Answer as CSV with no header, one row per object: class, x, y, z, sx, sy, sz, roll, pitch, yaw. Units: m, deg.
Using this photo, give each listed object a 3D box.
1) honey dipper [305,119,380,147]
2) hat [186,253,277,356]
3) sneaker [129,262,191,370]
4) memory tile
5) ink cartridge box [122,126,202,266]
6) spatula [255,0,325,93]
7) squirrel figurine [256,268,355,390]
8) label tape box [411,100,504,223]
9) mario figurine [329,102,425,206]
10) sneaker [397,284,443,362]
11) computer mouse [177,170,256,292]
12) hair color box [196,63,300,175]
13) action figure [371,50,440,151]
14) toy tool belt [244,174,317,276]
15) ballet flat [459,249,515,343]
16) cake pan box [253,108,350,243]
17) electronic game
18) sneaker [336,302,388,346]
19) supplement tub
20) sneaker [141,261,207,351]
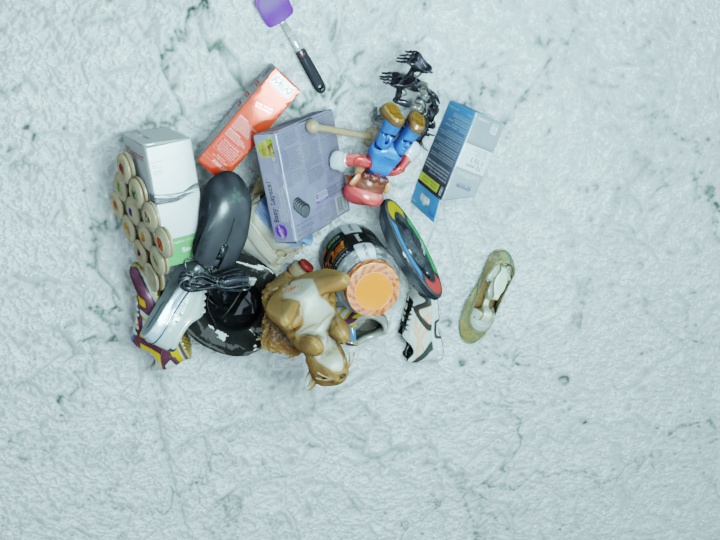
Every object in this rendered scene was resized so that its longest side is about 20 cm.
honey dipper,-0.018,-0.238,1.542,0.198,0.038,0.039,3,111,-47
hat,-0.234,0.053,1.616,0.197,0.081,0.205,-2,101,-9
sneaker,-0.376,0.086,1.584,0.089,0.075,0.203,-23,108,1
memory tile,-0.361,-0.077,1.466,0.017,0.202,0.154,-19,158,-31
ink cartridge box,-0.323,-0.127,1.487,0.083,0.146,0.204,-16,113,-25
spatula,-0.112,-0.389,1.525,0.056,0.021,0.202,-32,114,-4
squirrel figurine,-0.089,0.104,1.530,0.141,0.199,0.189,-38,120,-27
label tape box,0.169,-0.190,1.600,0.065,0.143,0.203,16,104,-18
mario figurine,0.027,-0.201,1.544,0.123,0.106,0.201,36,124,2
sneaker,0.110,0.092,1.720,0.079,0.074,0.203,-12,111,-8
computer mouse,-0.218,-0.059,1.460,0.137,0.052,0.204,2,101,-38
hair color box,-0.191,-0.250,1.509,0.061,0.102,0.200,39,96,-19
action figure,0.084,-0.294,1.567,0.120,0.101,0.201,-57,157,-20
toy tool belt,-0.135,-0.069,1.576,0.199,0.125,0.123,37,105,-23
ballet flat,0.248,0.058,1.748,0.070,0.071,0.203,16,104,-19
cake pan box,-0.092,-0.164,1.522,0.052,0.200,0.187,1,111,30
electronic game,0.092,-0.038,1.604,0.041,0.201,0.201,-29,114,14
sneaker,-0.045,0.104,1.674,0.196,0.090,0.076,-11,111,-11
supplement tub,0.000,0.000,1.591,0.120,0.200,0.125,-4,109,-13
sneaker,-0.294,0.045,1.531,0.071,0.073,0.202,37,83,-31
